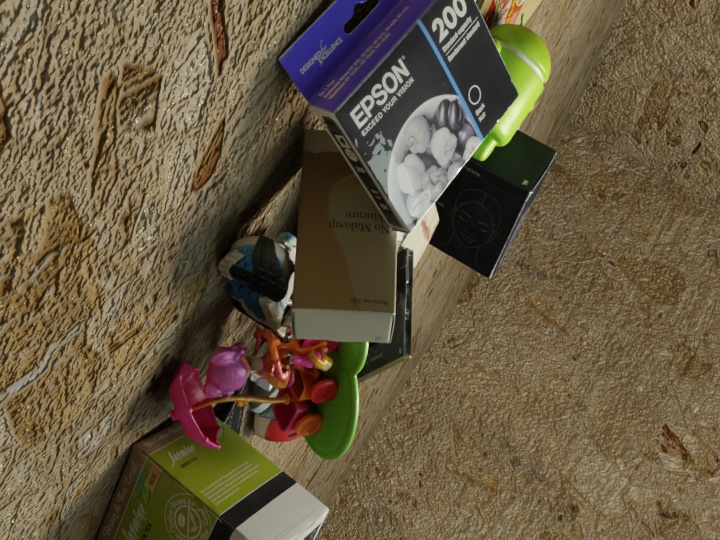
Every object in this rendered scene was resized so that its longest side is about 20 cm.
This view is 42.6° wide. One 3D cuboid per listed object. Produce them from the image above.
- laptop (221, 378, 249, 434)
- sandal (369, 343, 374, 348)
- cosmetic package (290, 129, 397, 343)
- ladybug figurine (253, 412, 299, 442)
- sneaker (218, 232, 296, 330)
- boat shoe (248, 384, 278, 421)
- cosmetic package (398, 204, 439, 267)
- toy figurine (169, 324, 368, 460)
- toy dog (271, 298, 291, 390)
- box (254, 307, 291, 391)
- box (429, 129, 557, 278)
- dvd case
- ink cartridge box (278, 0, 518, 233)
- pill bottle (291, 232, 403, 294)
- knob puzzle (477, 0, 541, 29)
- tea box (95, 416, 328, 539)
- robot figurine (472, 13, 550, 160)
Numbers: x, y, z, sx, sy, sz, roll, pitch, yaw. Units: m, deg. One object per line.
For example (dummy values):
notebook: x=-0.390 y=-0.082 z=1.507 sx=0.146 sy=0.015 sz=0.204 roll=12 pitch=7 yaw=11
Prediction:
laptop: x=-0.154 y=0.275 z=1.206 sx=0.179 sy=0.102 sz=0.202 roll=109 pitch=6 yaw=-50
sandal: x=0.000 y=0.000 z=1.162 sx=0.075 sy=0.044 sz=0.204 roll=-26 pitch=106 yaw=-53
cosmetic package: x=-0.014 y=-0.036 z=0.919 sx=0.071 sy=0.103 sz=0.204 roll=95 pitch=-4 yaw=-63
ladybug figurine: x=-0.103 y=0.195 z=1.394 sx=0.136 sy=0.071 sz=0.201 roll=-53 pitch=167 yaw=-30
sneaker: x=-0.095 y=-0.009 z=0.956 sx=0.088 sy=0.074 sz=0.200 roll=-62 pitch=178 yaw=-18
boat shoe: x=-0.066 y=0.142 z=1.264 sx=0.199 sy=0.062 sz=0.073 roll=-38 pitch=-151 yaw=21
cosmetic package: x=0.045 y=-0.077 z=1.287 sx=0.088 sy=0.102 sz=0.200 roll=-61 pitch=170 yaw=-3
toy figurine: x=-0.106 y=0.116 z=0.961 sx=0.181 sy=0.151 sz=0.202 roll=-2 pitch=135 yaw=-31
toy dog: x=-0.072 y=0.070 z=1.177 sx=0.095 sy=0.134 sz=0.200 roll=-13 pitch=-163 yaw=39
box: x=-0.083 y=0.071 z=1.255 sx=0.201 sy=0.038 sz=0.042 roll=-54 pitch=167 yaw=-30
box: x=0.172 y=-0.132 z=1.456 sx=0.124 sy=0.198 sz=0.198 roll=-51 pitch=166 yaw=-39
dvd case: x=0.009 y=0.074 z=1.246 sx=0.199 sy=0.016 sz=0.152 roll=-34 pitch=-134 yaw=51
ink cartridge box: x=0.046 y=-0.177 z=0.853 sx=0.199 sy=0.043 sz=0.201 roll=-50 pitch=124 yaw=-21
pill bottle: x=-0.005 y=-0.054 z=1.066 sx=0.116 sy=0.114 sz=0.204 roll=-2 pitch=112 yaw=-77
knob puzzle: x=0.212 y=-0.392 z=1.354 sx=0.219 sy=0.030 sz=0.221 roll=-43 pitch=161 yaw=-18
tea box: x=-0.173 y=0.303 z=1.021 sx=0.133 sy=0.195 sz=0.203 roll=-19 pitch=139 yaw=-61
robot figurine: x=0.195 y=-0.262 z=1.324 sx=0.202 sy=0.115 sz=0.175 roll=-57 pitch=143 yaw=-2
